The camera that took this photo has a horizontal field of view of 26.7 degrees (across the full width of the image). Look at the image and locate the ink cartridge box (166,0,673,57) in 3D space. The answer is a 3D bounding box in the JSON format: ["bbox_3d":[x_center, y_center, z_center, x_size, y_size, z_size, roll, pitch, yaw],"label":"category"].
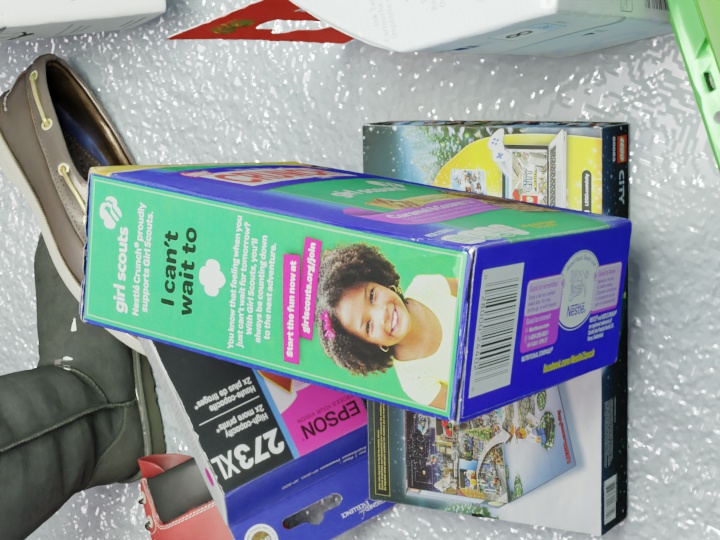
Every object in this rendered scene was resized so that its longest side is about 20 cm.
[{"bbox_3d":[0.034,-0.113,0.708,0.198,0.159,0.048,-12,90,33],"label":"ink cartridge box"}]

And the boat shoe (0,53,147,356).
[{"bbox_3d":[-0.149,-0.038,0.889,0.060,0.071,0.201,-48,67,30],"label":"boat shoe"}]

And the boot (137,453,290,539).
[{"bbox_3d":[-0.117,0.195,0.906,0.200,0.072,0.145,-41,75,21],"label":"boot"}]

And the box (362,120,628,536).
[{"bbox_3d":[0.068,0.025,0.780,0.135,0.038,0.203,4,100,32],"label":"box"}]

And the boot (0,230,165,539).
[{"bbox_3d":[-0.196,0.065,0.856,0.072,0.199,0.184,-21,87,32],"label":"boot"}]

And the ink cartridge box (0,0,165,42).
[{"bbox_3d":[-0.218,-0.199,0.825,0.084,0.197,0.148,-176,78,-68],"label":"ink cartridge box"}]

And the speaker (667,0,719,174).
[{"bbox_3d":[0.189,-0.084,0.660,0.088,0.088,0.203,-19,87,32],"label":"speaker"}]

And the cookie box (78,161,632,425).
[{"bbox_3d":[0.000,0.000,0.696,0.198,0.170,0.076,11,101,30],"label":"cookie box"}]

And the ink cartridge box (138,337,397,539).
[{"bbox_3d":[-0.060,0.057,0.835,0.202,0.094,0.037,64,162,6],"label":"ink cartridge box"}]
